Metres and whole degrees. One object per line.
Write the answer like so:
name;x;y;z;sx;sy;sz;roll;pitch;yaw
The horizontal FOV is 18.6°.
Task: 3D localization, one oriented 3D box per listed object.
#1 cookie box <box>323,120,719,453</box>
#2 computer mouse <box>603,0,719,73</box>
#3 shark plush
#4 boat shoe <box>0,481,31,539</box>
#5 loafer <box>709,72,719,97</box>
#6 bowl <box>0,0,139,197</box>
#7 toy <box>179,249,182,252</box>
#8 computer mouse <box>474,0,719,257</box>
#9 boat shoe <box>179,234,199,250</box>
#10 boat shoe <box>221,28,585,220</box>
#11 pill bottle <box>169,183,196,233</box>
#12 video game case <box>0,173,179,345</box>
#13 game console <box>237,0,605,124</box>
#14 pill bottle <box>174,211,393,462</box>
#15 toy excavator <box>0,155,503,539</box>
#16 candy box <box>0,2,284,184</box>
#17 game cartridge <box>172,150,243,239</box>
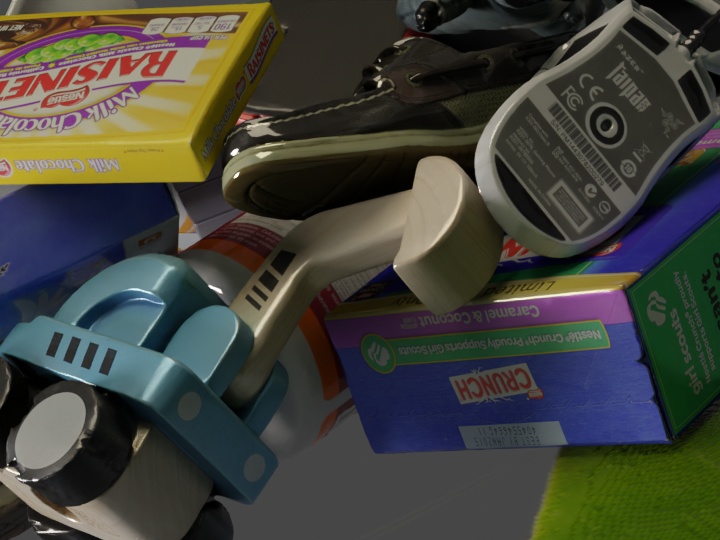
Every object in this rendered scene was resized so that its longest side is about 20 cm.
cookie box;0.111;0.001;0.974;0.171;0.075;0.200;-6;23;43
computer mouse;0.180;-0.117;1.084;0.044;0.200;0.110;-51;6;35
shark plush;0.062;-0.120;0.994;0.083;0.091;0.200;-21;22;1
boat shoe;-0.195;0.097;1.016;0.200;0.073;0.075;-32;-9;-32
loafer;0.195;-0.123;1.319;0.200;0.070;0.075;-32;-28;-56
bowl;-0.159;-0.072;1.144;0.201;0.090;0.202;-157;90;-82
toy;-0.110;-0.023;1.421;0.115;0.047;0.200;-6;23;42
computer mouse;0.112;-0.076;0.933;0.200;0.110;0.044;-40;5;-28
boat shoe;-0.106;-0.053;1.358;0.199;0.071;0.070;12;47;24
boat shoe;0.026;-0.068;0.957;0.200;0.066;0.072;-9;-17;-26
pill bottle;-0.022;-0.076;1.259;0.199;0.113;0.112;0;8;-19
video game case;-0.181;0.018;1.026;0.199;0.046;0.181;-26;-9;-9
game console;0.031;-0.118;1.109;0.176;0.031;0.200;5;40;17
pill bottle;0.000;0.000;1.068;0.200;0.110;0.109;-34;19;-37
toy excavator;-0.058;0.029;0.922;0.194;0.100;0.200;13;64;45
candy box;-0.141;-0.078;0.979;0.199;0.026;0.102;0;44;24
game cartridge;0.009;-0.046;1.177;0.199;0.130;0.038;-20;33;9
